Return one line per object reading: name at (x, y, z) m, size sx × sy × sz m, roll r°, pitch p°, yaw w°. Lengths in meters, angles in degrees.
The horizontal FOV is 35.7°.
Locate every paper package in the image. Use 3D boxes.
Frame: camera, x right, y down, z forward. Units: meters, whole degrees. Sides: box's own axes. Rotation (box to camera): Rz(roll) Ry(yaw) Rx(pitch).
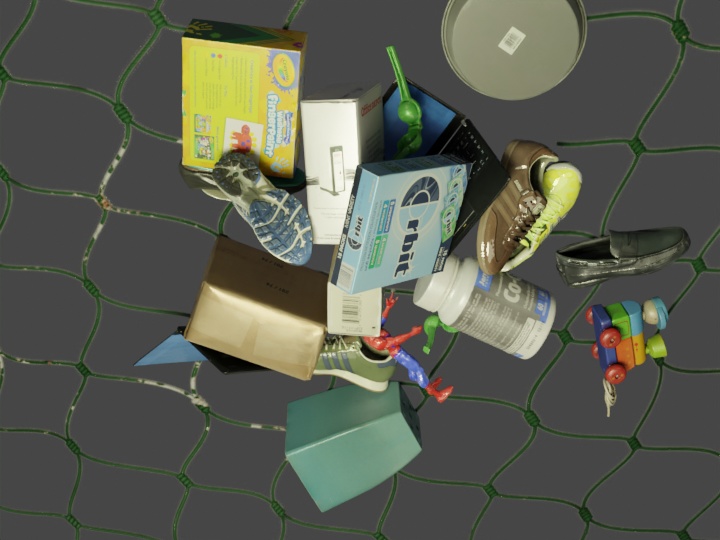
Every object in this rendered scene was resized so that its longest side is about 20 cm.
paper package at (-0.150, 0.055, 1.706) m, size 0.199 × 0.191 × 0.104 m, roll 19°, pitch 114°, yaw -8°

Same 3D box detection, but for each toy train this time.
toy train at (0.432, 0.136, 1.773) m, size 0.115 × 0.085 × 0.201 m, roll -16°, pitch 121°, yaw 0°

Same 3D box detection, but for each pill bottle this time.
pill bottle at (0.188, 0.047, 1.713) m, size 0.199 × 0.114 × 0.114 m, roll 24°, pitch 122°, yaw -10°

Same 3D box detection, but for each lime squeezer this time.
lime squeezer at (0.145, 0.088, 1.750) m, size 0.070 × 0.199 × 0.038 m, roll 16°, pitch 107°, yaw 41°
lime squeezer at (0.055, -0.207, 1.558) m, size 0.070 × 0.202 × 0.038 m, roll 10°, pitch 169°, yaw -26°

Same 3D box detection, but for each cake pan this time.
cake pan at (0.209, -0.318, 1.521) m, size 0.198 × 0.037 × 0.202 m, roll 3°, pitch 123°, yaw 5°

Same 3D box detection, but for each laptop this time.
laptop at (-0.213, 0.146, 1.747) m, size 0.186 × 0.200 × 0.117 m, roll 0°, pitch 119°, yaw -47°
laptop at (0.087, -0.143, 1.607) m, size 0.103 × 0.201 × 0.178 m, roll 5°, pitch 134°, yaw -43°

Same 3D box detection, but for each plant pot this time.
plant pot at (-0.005, 0.279, 1.873) m, size 0.199 × 0.142 × 0.142 m, roll -22°, pitch 118°, yaw 12°

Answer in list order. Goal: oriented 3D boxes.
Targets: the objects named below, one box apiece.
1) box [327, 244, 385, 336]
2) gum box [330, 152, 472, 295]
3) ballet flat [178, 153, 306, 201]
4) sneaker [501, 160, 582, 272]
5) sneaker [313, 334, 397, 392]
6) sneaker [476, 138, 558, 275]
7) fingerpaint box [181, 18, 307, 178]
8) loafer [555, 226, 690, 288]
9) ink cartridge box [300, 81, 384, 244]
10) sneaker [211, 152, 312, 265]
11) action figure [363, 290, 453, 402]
box at (0.000, 0.000, 1.651) m, size 0.077 × 0.201 × 0.096 m, roll 3°, pitch 123°, yaw 4°
gum box at (0.057, -0.066, 1.521) m, size 0.044 × 0.199 × 0.171 m, roll 30°, pitch 117°, yaw 34°
ballet flat at (-0.173, -0.133, 1.669) m, size 0.198 × 0.068 × 0.069 m, roll 13°, pitch 134°, yaw 10°
sneaker at (0.262, -0.073, 1.651) m, size 0.075 × 0.077 × 0.201 m, roll 28°, pitch 120°, yaw -10°
sneaker at (-0.031, 0.127, 1.819) m, size 0.199 × 0.067 × 0.090 m, roll 19°, pitch 122°, yaw -13°
sneaker at (0.223, -0.087, 1.592) m, size 0.075 × 0.070 × 0.202 m, roll 14°, pitch 91°, yaw 34°
fingerpaint box at (-0.165, -0.243, 1.586) m, size 0.165 × 0.074 × 0.201 m, roll 7°, pitch 125°, yaw 2°
loafer at (0.389, -0.028, 1.670) m, size 0.199 × 0.068 × 0.071 m, roll -16°, pitch 129°, yaw 19°
ink cartridge box at (-0.020, -0.152, 1.560) m, size 0.084 × 0.146 × 0.202 m, roll 1°, pitch 108°, yaw 15°
sneaker at (-0.125, -0.080, 1.567) m, size 0.077 × 0.200 × 0.085 m, roll -36°, pitch 155°, yaw -5°
action figure at (0.080, 0.114, 1.781) m, size 0.200 × 0.065 × 0.099 m, roll 38°, pitch 85°, yaw -27°
